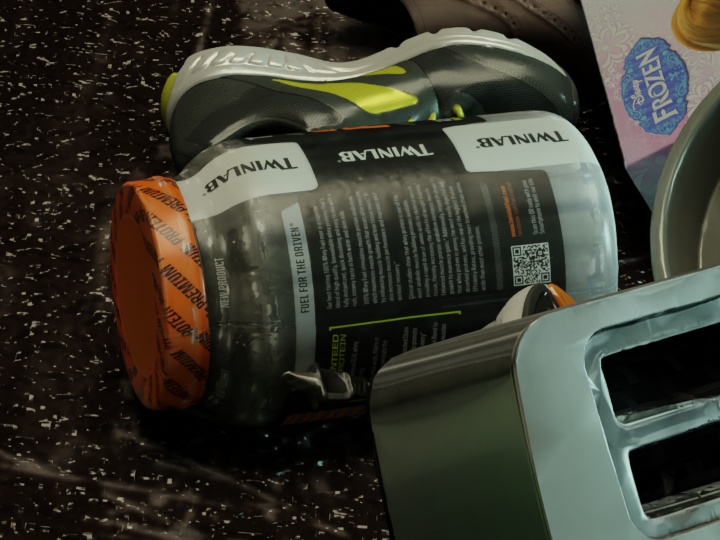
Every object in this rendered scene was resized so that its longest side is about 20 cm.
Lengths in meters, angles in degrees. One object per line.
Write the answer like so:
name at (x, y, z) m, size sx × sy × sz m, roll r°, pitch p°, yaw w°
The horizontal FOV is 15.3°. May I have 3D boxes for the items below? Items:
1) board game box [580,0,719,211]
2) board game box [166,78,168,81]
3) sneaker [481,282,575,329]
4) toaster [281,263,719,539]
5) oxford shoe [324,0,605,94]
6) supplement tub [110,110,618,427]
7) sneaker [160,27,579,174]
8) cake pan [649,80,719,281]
board game box at (0.208, -0.144, 1.313) m, size 0.198 × 0.041 × 0.201 m, roll -26°, pitch 40°, yaw 14°
board game box at (-0.018, -0.041, 1.304) m, size 0.134 × 0.028 × 0.200 m, roll -2°, pitch 31°, yaw -11°
sneaker at (0.048, 0.103, 1.037) m, size 0.076 × 0.092 × 0.201 m, roll 38°, pitch 42°, yaw -24°
toaster at (0.104, 0.091, 0.923) m, size 0.199 × 0.182 × 0.119 m, roll -13°, pitch -5°, yaw -29°
oxford shoe at (0.072, -0.128, 1.451) m, size 0.199 × 0.071 × 0.073 m, roll 27°, pitch 66°, yaw 27°
supplement tub at (0.000, 0.000, 1.142) m, size 0.198 × 0.123 × 0.123 m, roll -6°, pitch 31°, yaw -19°
sneaker at (0.004, -0.059, 1.252) m, size 0.198 × 0.075 × 0.085 m, roll -4°, pitch 37°, yaw 3°
cake pan at (0.228, -0.017, 1.176) m, size 0.199 × 0.037 × 0.202 m, roll -8°, pitch 66°, yaw 18°
